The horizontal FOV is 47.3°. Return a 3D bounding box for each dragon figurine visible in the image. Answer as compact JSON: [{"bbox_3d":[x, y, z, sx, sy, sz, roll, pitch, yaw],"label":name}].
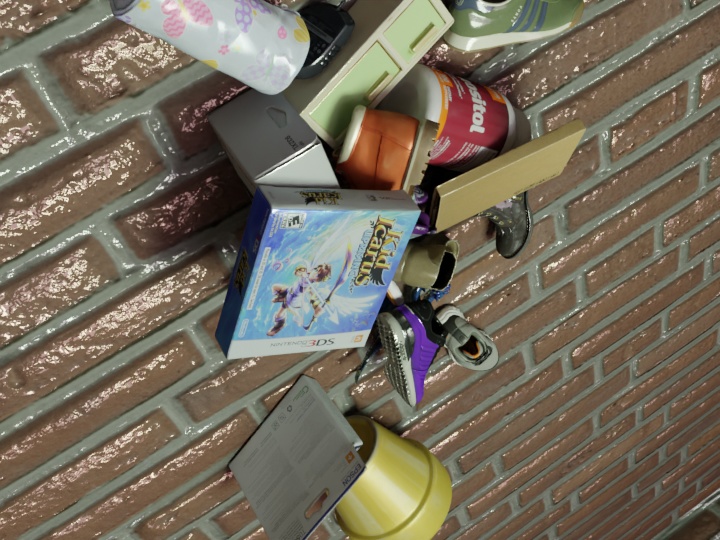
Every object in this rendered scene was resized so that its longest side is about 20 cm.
[{"bbox_3d":[0.051,0.081,1.247,0.200,0.059,0.100,-34,139,-10],"label":"dragon figurine"}]

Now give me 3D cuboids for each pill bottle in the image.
[{"bbox_3d":[0.120,-0.183,1.031,0.200,0.113,0.113,6,121,-41],"label":"pill bottle"}]

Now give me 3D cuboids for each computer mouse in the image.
[{"bbox_3d":[-0.013,-0.288,0.890,0.200,0.059,0.034,-49,161,2],"label":"computer mouse"}]

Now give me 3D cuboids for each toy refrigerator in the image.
[{"bbox_3d":[0.006,-0.240,0.927,0.200,0.070,0.076,-46,139,5],"label":"toy refrigerator"}]

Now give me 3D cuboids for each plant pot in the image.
[{"bbox_3d":[0.022,0.345,1.369,0.201,0.201,0.189,-40,123,-2],"label":"plant pot"}]

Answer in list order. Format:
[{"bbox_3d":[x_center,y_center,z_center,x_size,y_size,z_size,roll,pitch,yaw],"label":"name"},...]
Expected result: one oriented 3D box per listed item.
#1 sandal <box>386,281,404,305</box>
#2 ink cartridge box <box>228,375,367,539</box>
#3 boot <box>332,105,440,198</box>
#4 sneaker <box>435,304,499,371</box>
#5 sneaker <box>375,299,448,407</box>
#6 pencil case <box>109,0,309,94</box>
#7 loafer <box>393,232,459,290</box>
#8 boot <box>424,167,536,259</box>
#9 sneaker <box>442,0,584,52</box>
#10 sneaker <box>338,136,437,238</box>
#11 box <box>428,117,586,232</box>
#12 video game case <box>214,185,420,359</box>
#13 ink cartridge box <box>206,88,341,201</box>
[{"bbox_3d":[0.005,0.005,1.132,0.059,0.079,0.207,-39,141,-4],"label":"sandal"},{"bbox_3d":[-0.088,0.293,1.218,0.200,0.200,0.041,-50,138,11],"label":"ink cartridge box"},{"bbox_3d":[0.014,-0.101,0.956,0.107,0.075,0.200,17,129,-1],"label":"boot"},{"bbox_3d":[0.185,0.132,1.381,0.074,0.079,0.200,-47,140,4],"label":"sneaker"},{"bbox_3d":[0.088,0.120,1.211,0.099,0.070,0.200,-29,138,-18],"label":"sneaker"},{"bbox_3d":[-0.141,-0.247,0.798,0.200,0.083,0.091,18,109,-45],"label":"pencil case"},{"bbox_3d":[0.103,-0.006,1.157,0.200,0.067,0.076,-21,134,-63],"label":"loafer"},{"bbox_3d":[0.167,-0.092,1.190,0.174,0.069,0.200,-14,125,-24],"label":"boot"},{"bbox_3d":[0.194,-0.330,0.992,0.200,0.067,0.090,-19,140,-19],"label":"sneaker"},{"bbox_3d":[0.034,-0.114,1.027,0.087,0.075,0.200,-11,137,16],"label":"sneaker"},{"bbox_3d":[0.184,-0.118,1.062,0.200,0.021,0.164,-25,167,-4],"label":"box"},{"bbox_3d":[-0.048,0.004,0.896,0.181,0.045,0.200,-3,129,-33],"label":"video game case"},{"bbox_3d":[-0.078,-0.090,0.933,0.084,0.145,0.200,-32,138,-7],"label":"ink cartridge box"}]
